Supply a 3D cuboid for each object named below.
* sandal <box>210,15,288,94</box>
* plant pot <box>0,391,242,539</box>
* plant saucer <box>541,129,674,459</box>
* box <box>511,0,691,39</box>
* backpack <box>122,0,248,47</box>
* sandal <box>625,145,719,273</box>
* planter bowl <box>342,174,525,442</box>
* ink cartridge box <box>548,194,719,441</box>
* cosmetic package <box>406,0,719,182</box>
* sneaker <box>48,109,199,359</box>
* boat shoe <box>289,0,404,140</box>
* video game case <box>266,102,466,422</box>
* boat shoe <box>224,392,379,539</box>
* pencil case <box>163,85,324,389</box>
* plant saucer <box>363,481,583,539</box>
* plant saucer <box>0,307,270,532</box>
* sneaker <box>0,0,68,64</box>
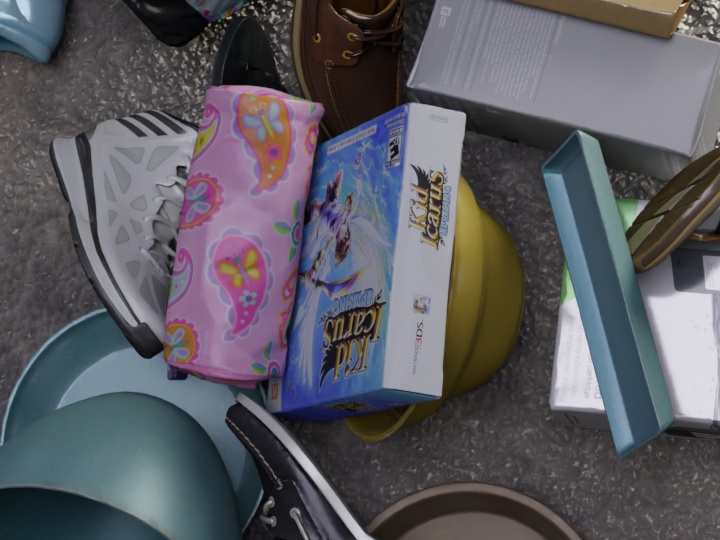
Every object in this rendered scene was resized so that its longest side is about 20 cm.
[{"bbox_3d":[-0.068,-0.076,1.628,0.048,0.075,0.202,-1,87,28],"label":"sandal"},{"bbox_3d":[-0.159,0.159,1.523,0.198,0.201,0.135,8,45,14],"label":"plant pot"},{"bbox_3d":[0.157,0.015,1.481,0.019,0.070,0.202,-8,74,-19],"label":"plant saucer"},{"bbox_3d":[0.137,-0.224,1.585,0.199,0.021,0.164,16,39,14],"label":"box"},{"bbox_3d":[-0.101,-0.265,1.637,0.200,0.127,0.167,-43,54,-1],"label":"backpack"},{"bbox_3d":[0.250,-0.058,1.479,0.200,0.080,0.054,-38,99,-4],"label":"sandal"},{"bbox_3d":[0.054,0.019,1.555,0.083,0.200,0.202,10,80,-22],"label":"planter bowl"},{"bbox_3d":[0.233,0.035,1.534,0.198,0.084,0.147,4,79,13],"label":"ink cartridge box"},{"bbox_3d":[0.145,-0.125,1.575,0.199,0.107,0.091,18,83,17],"label":"cosmetic package"},{"bbox_3d":[-0.139,-0.039,1.616,0.115,0.076,0.201,-25,53,3],"label":"sneaker"},{"bbox_3d":[-0.006,-0.170,1.591,0.072,0.067,0.202,-19,113,-25],"label":"boat shoe"},{"bbox_3d":[0.000,0.000,1.527,0.045,0.200,0.183,9,79,-22],"label":"video game case"},{"bbox_3d":[-0.031,0.170,1.547,0.060,0.074,0.200,-41,82,-2],"label":"boat shoe"},{"bbox_3d":[-0.078,-0.021,1.556,0.087,0.087,0.202,8,90,14],"label":"pencil case"},{"bbox_3d":[0.072,0.242,1.559,0.198,0.029,0.202,-2,80,12],"label":"plant saucer"},{"bbox_3d":[-0.153,0.124,1.627,0.198,0.036,0.202,-3,79,13],"label":"plant saucer"},{"bbox_3d":[-0.312,-0.185,1.703,0.198,0.074,0.083,3,77,14],"label":"sneaker"}]
